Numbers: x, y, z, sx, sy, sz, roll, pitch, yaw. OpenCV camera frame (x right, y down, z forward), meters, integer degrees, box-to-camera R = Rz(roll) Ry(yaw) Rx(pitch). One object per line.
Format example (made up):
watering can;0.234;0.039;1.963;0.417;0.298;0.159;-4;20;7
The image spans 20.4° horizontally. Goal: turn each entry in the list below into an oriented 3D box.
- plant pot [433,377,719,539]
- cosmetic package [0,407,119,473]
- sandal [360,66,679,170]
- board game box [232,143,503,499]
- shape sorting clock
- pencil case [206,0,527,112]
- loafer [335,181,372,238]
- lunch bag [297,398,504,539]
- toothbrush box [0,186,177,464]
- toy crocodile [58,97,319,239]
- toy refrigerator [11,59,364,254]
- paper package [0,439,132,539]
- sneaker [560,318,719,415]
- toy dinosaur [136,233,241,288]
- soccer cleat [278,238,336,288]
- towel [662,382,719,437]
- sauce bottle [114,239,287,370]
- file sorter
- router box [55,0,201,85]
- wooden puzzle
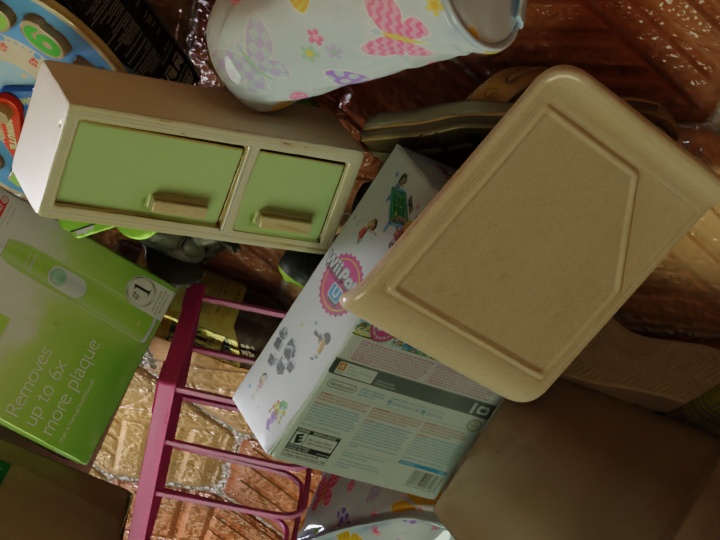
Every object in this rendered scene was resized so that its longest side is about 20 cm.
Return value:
plant pot;0.149;0.161;1.328;0.173;0.200;0.200;34;150;6
cosmetic package;-0.301;0.078;1.612;0.164;0.201;0.165;3;145;30
sandal;0.095;-0.096;1.228;0.198;0.055;0.080;0;158;23
board game box;0.034;0.037;1.268;0.147;0.064;0.201;19;112;-40
shape sorting clock;-0.222;-0.112;1.283;0.198;0.039;0.201;17;144;13
pencil case;0.001;-0.149;1.179;0.199;0.084;0.091;-11;135;42
loafer;0.000;0.000;1.430;0.072;0.073;0.201;19;148;14
lunch bag;0.061;0.157;1.537;0.127;0.171;0.200;33;147;-20
toothbrush box;-0.257;0.029;1.445;0.199;0.147;0.086;31;169;-16
toy crocodile;-0.113;-0.066;1.348;0.198;0.067;0.062;-16;98;21
toy refrigerator;-0.104;-0.066;1.228;0.198;0.070;0.076;8;116;-31
paper package;-0.281;0.206;1.501;0.198;0.104;0.191;22;148;2
sneaker;0.170;0.077;1.436;0.198;0.075;0.085;22;145;-1
toy dinosaur;-0.143;-0.049;1.438;0.102;0.078;0.200;-15;139;27
soccer cleat;0.038;-0.012;1.325;0.198;0.082;0.068;4;-157;-30
towel;0.241;0.139;1.434;0.143;0.023;0.200;26;141;-28
sauce bottle;-0.106;0.038;1.561;0.198;0.065;0.065;21;150;-2
file sorter;-0.096;0.140;1.501;0.124;0.139;0.201;13;120;-2
router box;-0.226;-0.151;1.326;0.199;0.062;0.150;-6;135;37
wooden puzzle;0.106;-0.020;1.204;0.200;0.037;0.184;-46;135;15
